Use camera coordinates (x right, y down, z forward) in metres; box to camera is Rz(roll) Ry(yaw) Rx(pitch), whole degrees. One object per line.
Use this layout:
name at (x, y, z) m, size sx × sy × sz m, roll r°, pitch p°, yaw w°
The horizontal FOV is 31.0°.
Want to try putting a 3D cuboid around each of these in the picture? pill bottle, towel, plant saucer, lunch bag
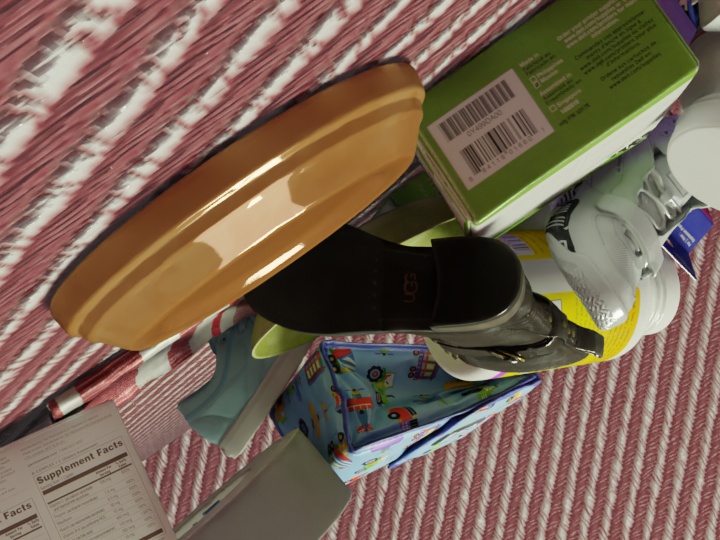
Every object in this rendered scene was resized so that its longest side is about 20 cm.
pill bottle at (0.147, 0.021, 0.977) m, size 0.198 × 0.106 × 0.104 m, roll -4°, pitch 159°, yaw -35°
towel at (-0.138, 0.057, 0.951) m, size 0.199 × 0.023 × 0.144 m, roll -34°, pitch 176°, yaw -16°
plant saucer at (-0.048, -0.022, 0.596) m, size 0.199 × 0.038 × 0.200 m, roll -34°, pitch 176°, yaw -2°
pill bottle at (0.258, -0.135, 0.787) m, size 0.201 × 0.108 × 0.109 m, roll -62°, pitch -171°, yaw -24°
lunch bag at (0.044, 0.113, 1.082) m, size 0.198 × 0.095 × 0.151 m, roll -8°, pitch 158°, yaw -25°
plant saucer at (0.000, 0.000, 0.952) m, size 0.198 × 0.031 × 0.200 m, roll -30°, pitch 170°, yaw -6°

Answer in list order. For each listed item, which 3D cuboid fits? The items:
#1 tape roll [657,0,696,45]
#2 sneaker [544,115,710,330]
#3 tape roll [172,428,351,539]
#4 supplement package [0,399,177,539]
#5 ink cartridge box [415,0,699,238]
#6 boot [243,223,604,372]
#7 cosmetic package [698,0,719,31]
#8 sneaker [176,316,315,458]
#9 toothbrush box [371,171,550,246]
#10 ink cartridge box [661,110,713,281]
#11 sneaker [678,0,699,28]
tape roll at (0.157, -0.122, 0.950) m, size 0.199 × 0.066 × 0.200 m, roll -35°, pitch 177°, yaw -2°
sneaker at (0.189, -0.042, 0.870) m, size 0.114 × 0.075 × 0.200 m, roll -30°, pitch -162°, yaw 21°
tape roll at (-0.101, 0.207, 0.966) m, size 0.200 × 0.066 × 0.200 m, roll -40°, pitch 180°, yaw 0°
supplement package at (-0.243, 0.193, 0.931) m, size 0.154 × 0.112 × 0.200 m, roll -23°, pitch 171°, yaw -29°
ink cartridge box at (0.106, -0.086, 0.776) m, size 0.147 × 0.076 × 0.200 m, roll -34°, pitch 174°, yaw 1°
boot at (0.042, 0.030, 0.815) m, size 0.197 × 0.070 × 0.174 m, roll 6°, pitch 166°, yaw 23°
cosmetic package at (0.287, -0.170, 0.681) m, size 0.197 × 0.075 × 0.102 m, roll 2°, pitch 175°, yaw -1°
sneaker at (-0.084, 0.054, 1.079) m, size 0.201 × 0.081 × 0.074 m, roll -58°, pitch -176°, yaw 1°
toothbrush box at (0.133, -0.045, 1.098) m, size 0.199 × 0.147 × 0.086 m, roll -32°, pitch 176°, yaw -17°
ink cartridge box at (0.240, -0.091, 1.068) m, size 0.037 × 0.094 × 0.201 m, roll -33°, pitch -144°, yaw 27°
sneaker at (0.289, -0.201, 0.980) m, size 0.115 × 0.081 × 0.199 m, roll -38°, pitch 177°, yaw 20°
